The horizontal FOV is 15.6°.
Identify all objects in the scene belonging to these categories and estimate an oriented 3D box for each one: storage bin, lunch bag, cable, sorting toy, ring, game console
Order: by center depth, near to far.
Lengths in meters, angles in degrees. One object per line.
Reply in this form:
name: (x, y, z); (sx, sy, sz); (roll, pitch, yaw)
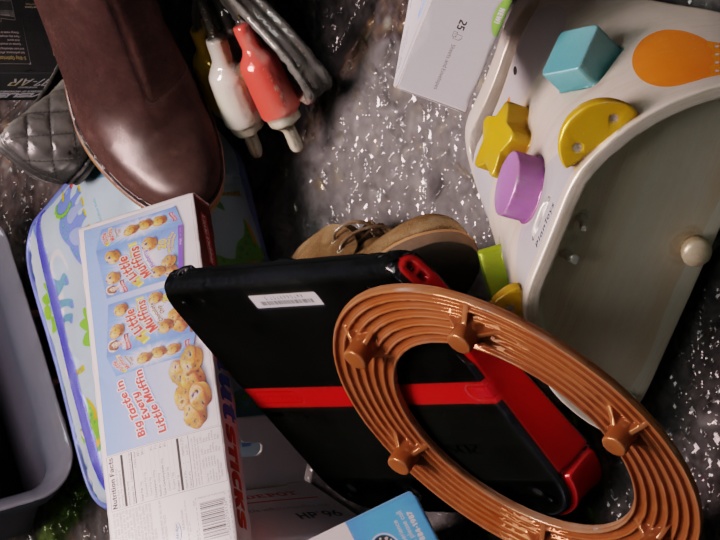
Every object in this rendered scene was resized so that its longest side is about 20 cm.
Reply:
ring: (0.069, 0.082, 1.236); (0.200, 0.019, 0.201); (27, 150, 17)
sorting toy: (0.098, -0.055, 1.255); (0.180, 0.106, 0.201); (-117, 42, -54)
game console: (0.011, 0.056, 1.313); (0.200, 0.031, 0.177); (-5, 130, 50)
cable: (-0.082, -0.146, 1.417); (0.097, 0.050, 0.200); (15, 144, 53)
lunch bag: (-0.118, 0.031, 1.519); (0.161, 0.082, 0.201); (-36, 64, 49)
storage bin: (-0.255, 0.081, 1.662); (0.134, 0.145, 0.201); (109, 144, -65)

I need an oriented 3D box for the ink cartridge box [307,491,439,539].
ink cartridge box: (-0.036, 0.211, 1.330); (0.067, 0.199, 0.116); (83, 161, -68)

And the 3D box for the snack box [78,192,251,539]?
snack box: (-0.104, 0.061, 1.386); (0.072, 0.024, 0.201); (-17, 65, 18)

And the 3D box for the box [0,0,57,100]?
box: (-0.236, -0.182, 1.556); (0.043, 0.199, 0.161); (-29, 71, 48)

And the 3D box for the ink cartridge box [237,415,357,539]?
ink cartridge box: (-0.067, 0.184, 1.433); (0.068, 0.116, 0.201); (29, 114, 47)

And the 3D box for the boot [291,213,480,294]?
boot: (0.000, 0.000, 1.364); (0.200, 0.073, 0.076); (140, 130, -60)

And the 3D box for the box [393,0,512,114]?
box: (0.071, -0.194, 1.234); (0.156, 0.041, 0.201); (-80, 12, -63)

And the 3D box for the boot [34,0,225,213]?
boot: (-0.136, -0.131, 1.403); (0.201, 0.072, 0.166); (62, 172, 15)

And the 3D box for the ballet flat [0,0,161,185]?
ballet flat: (-0.154, -0.142, 1.521); (0.066, 0.057, 0.201); (-27, 41, 54)
